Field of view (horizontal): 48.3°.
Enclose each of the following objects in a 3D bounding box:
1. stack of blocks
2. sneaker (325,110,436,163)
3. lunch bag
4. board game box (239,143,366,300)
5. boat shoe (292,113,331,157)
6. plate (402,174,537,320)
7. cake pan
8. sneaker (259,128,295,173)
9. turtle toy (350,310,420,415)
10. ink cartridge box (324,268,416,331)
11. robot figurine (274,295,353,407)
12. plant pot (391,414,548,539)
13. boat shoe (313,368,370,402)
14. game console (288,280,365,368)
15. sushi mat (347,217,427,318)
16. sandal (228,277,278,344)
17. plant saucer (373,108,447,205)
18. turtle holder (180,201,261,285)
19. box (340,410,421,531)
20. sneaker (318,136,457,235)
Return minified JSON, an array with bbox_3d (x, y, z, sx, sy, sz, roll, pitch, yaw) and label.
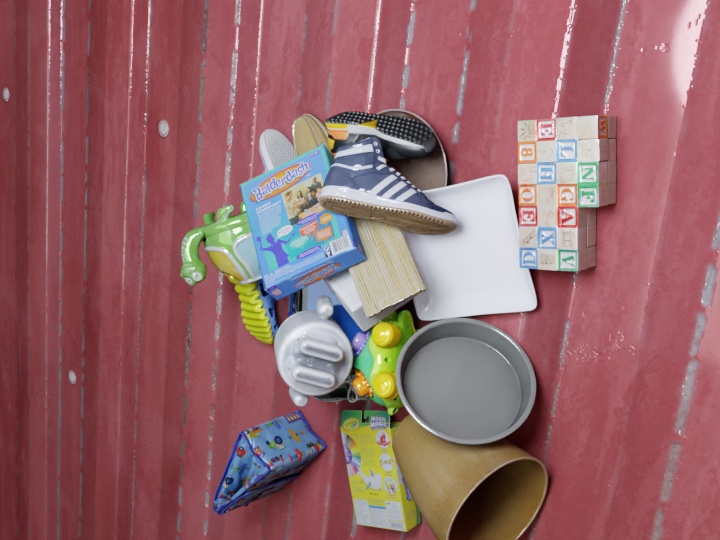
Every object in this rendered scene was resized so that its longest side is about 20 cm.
[{"bbox_3d":[0.275,-0.102,1.070,0.115,0.059,0.200,5,100,40],"label":"stack of blocks"},{"bbox_3d":[0.033,-0.184,1.224,0.200,0.070,0.090,19,127,35],"label":"sneaker"},{"bbox_3d":[-0.181,0.368,1.477,0.094,0.150,0.200,49,124,23],"label":"lunch bag"},{"bbox_3d":[-0.090,-0.075,1.212,0.152,0.045,0.200,-24,59,12],"label":"board game box"},{"bbox_3d":[-0.077,-0.171,1.348,0.072,0.076,0.200,-30,77,40],"label":"boat shoe"},{"bbox_3d":[0.152,-0.031,1.182,0.200,0.032,0.200,-8,102,35],"label":"plate"},{"bbox_3d":[0.149,0.161,1.150,0.200,0.200,0.037,46,154,25],"label":"cake pan"},{"bbox_3d":[-0.153,-0.141,1.423,0.114,0.073,0.201,-26,80,43],"label":"sneaker"},{"bbox_3d":[0.039,0.123,1.243,0.101,0.146,0.200,-10,75,30],"label":"turtle toy"},{"bbox_3d":[0.000,0.000,1.245,0.200,0.109,0.050,48,169,53],"label":"ink cartridge box"},{"bbox_3d":[-0.074,0.123,1.232,0.200,0.113,0.170,-148,78,-80],"label":"robot figurine"},{"bbox_3d":[0.140,0.296,1.190,0.200,0.186,0.187,39,121,45],"label":"plant pot"},{"bbox_3d":[-0.002,0.183,1.348,0.199,0.068,0.074,-14,88,41],"label":"boat shoe"},{"bbox_3d":[-0.060,0.056,1.376,0.171,0.118,0.200,-159,71,-81],"label":"game console"},{"bbox_3d":[0.021,-0.031,1.175,0.096,0.012,0.200,-29,57,12],"label":"sushi mat"},{"bbox_3d":[-0.178,0.045,1.469,0.079,0.087,0.200,15,128,41],"label":"sandal"},{"bbox_3d":[0.061,-0.151,1.262,0.200,0.034,0.201,9,104,39],"label":"plant saucer"},{"bbox_3d":[-0.198,-0.044,1.332,0.141,0.185,0.132,-13,99,41],"label":"turtle holder"},{"bbox_3d":[0.031,0.331,1.360,0.117,0.048,0.200,-7,95,41],"label":"box"},{"bbox_3d":[0.048,-0.122,1.151,0.070,0.200,0.109,111,172,-69],"label":"sneaker"}]
